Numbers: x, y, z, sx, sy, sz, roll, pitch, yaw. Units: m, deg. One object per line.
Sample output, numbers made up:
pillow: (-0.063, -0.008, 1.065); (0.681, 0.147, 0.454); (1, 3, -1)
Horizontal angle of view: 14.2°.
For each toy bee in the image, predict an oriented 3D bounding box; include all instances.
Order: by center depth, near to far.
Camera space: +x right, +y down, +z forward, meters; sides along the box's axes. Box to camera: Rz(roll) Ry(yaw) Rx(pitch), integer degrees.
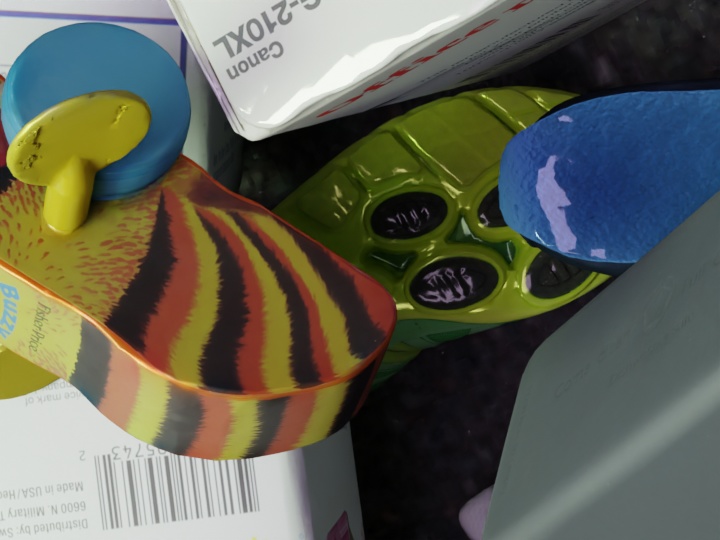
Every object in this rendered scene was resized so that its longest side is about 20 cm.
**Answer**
toy bee: (-0.095, -0.011, 0.733); (0.200, 0.109, 0.131); (30, 144, 32)

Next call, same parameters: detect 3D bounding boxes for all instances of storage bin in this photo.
storage bin: (0.127, 0.055, 0.762); (0.134, 0.146, 0.200); (28, 140, -14)

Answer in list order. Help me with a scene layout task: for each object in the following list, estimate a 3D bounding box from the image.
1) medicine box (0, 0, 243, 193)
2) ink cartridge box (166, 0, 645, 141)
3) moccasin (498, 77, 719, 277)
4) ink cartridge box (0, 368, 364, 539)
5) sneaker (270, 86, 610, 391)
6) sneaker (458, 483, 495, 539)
medicine box: (-0.125, -0.115, 0.850); (0.182, 0.103, 0.200); (3, 100, 3)
ink cartridge box: (0.046, -0.111, 0.787); (0.145, 0.200, 0.084); (-29, 87, 24)
moccasin: (0.139, -0.029, 0.830); (0.200, 0.068, 0.081); (8, 89, -1)
ink cartridge box: (-0.073, 0.101, 0.822); (0.144, 0.085, 0.200); (-8, 87, 10)
sneaker: (0.000, 0.000, 0.897); (0.200, 0.084, 0.074); (-24, 89, 6)
sneaker: (0.072, 0.155, 0.903); (0.087, 0.074, 0.200); (4, 94, 35)
